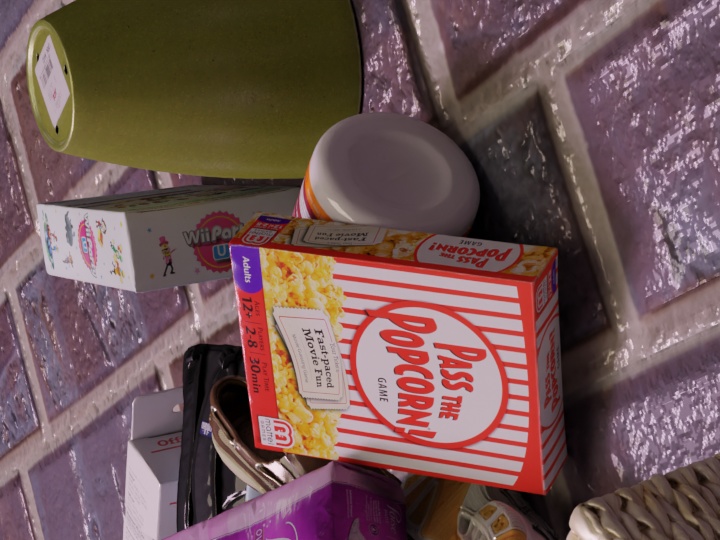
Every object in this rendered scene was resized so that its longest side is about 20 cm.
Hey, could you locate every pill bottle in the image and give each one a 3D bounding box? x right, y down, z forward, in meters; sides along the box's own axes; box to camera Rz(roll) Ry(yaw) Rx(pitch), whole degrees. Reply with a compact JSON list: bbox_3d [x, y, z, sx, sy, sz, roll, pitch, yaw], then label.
[{"bbox_3d":[0.000,0.000,1.385,0.113,0.113,0.200,62,148,31],"label":"pill bottle"}]

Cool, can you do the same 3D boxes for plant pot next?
[{"bbox_3d":[-0.130,-0.144,1.492,0.187,0.199,0.188,33,129,55],"label":"plant pot"}]

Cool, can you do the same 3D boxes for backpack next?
[{"bbox_3d":[-0.076,0.168,1.581,0.163,0.153,0.201,-4,69,59],"label":"backpack"}]

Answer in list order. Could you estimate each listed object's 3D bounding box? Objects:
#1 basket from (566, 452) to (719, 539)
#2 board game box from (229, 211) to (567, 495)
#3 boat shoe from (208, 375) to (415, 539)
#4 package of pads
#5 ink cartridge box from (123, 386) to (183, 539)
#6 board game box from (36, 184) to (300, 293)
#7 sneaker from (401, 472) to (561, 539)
[{"bbox_3d":[0.195,0.216,1.031,0.200,0.160,0.199,55,146,42],"label":"basket"},{"bbox_3d":[0.024,0.050,1.285,0.199,0.046,0.152,7,121,23],"label":"board game box"},{"bbox_3d":[-0.034,0.135,1.416,0.202,0.075,0.075,27,147,34],"label":"boat shoe"},{"bbox_3d":[-0.059,0.212,1.350,0.200,0.076,0.121,-27,54,38],"label":"package of pads"},{"bbox_3d":[-0.129,0.192,1.705,0.067,0.115,0.201,48,140,48],"label":"ink cartridge box"},{"bbox_3d":[-0.150,-0.029,1.631,0.200,0.147,0.065,5,103,63],"label":"board game box"},{"bbox_3d":[0.084,0.172,1.326,0.076,0.088,0.200,-45,23,10],"label":"sneaker"}]
